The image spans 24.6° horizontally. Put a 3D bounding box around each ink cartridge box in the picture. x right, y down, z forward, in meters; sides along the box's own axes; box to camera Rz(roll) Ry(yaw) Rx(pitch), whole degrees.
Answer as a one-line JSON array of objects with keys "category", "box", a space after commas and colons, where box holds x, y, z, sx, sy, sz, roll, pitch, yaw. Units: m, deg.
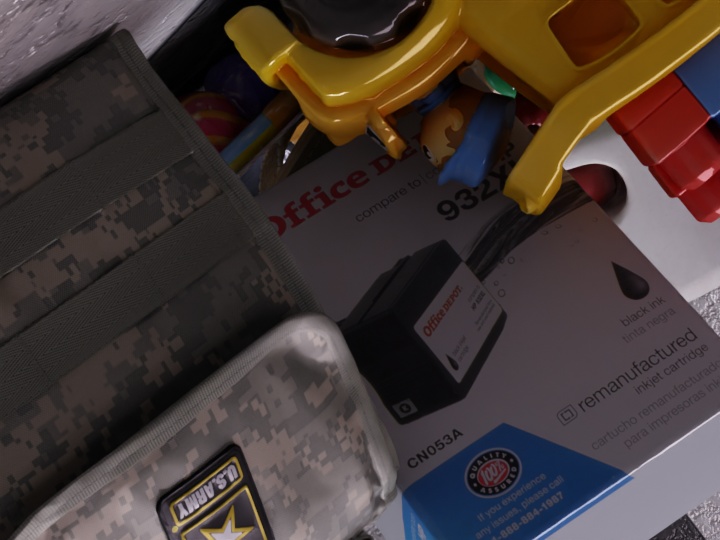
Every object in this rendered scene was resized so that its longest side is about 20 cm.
[{"category": "ink cartridge box", "box": [0.047, 0.032, 0.697, 0.144, 0.200, 0.084, -31, 149, -13]}]

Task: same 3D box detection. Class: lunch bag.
[{"category": "lunch bag", "box": [-0.094, 0.050, 0.573, 0.164, 0.201, 0.118, -36, 179, -29]}]

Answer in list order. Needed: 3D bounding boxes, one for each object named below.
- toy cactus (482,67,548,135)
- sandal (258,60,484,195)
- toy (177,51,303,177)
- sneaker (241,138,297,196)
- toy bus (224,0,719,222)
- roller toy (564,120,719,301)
[{"category": "toy cactus", "box": [0.096, -0.109, 0.841, 0.164, 0.103, 0.200, -21, -160, 28]}, {"category": "sandal", "box": [-0.029, -0.043, 0.791, 0.077, 0.070, 0.213, 23, 106, -44]}, {"category": "toy", "box": [-0.076, -0.052, 0.741, 0.201, 0.047, 0.115, -51, -166, -21]}, {"category": "sneaker", "box": [-0.071, -0.038, 0.916, 0.087, 0.075, 0.200, -27, 166, -11]}, {"category": "toy bus", "box": [0.073, -0.089, 0.648, 0.199, 0.193, 0.136, -36, -179, 5]}, {"category": "roller toy", "box": [0.148, -0.056, 0.966, 0.198, 0.141, 0.182, -27, -159, -7]}]
